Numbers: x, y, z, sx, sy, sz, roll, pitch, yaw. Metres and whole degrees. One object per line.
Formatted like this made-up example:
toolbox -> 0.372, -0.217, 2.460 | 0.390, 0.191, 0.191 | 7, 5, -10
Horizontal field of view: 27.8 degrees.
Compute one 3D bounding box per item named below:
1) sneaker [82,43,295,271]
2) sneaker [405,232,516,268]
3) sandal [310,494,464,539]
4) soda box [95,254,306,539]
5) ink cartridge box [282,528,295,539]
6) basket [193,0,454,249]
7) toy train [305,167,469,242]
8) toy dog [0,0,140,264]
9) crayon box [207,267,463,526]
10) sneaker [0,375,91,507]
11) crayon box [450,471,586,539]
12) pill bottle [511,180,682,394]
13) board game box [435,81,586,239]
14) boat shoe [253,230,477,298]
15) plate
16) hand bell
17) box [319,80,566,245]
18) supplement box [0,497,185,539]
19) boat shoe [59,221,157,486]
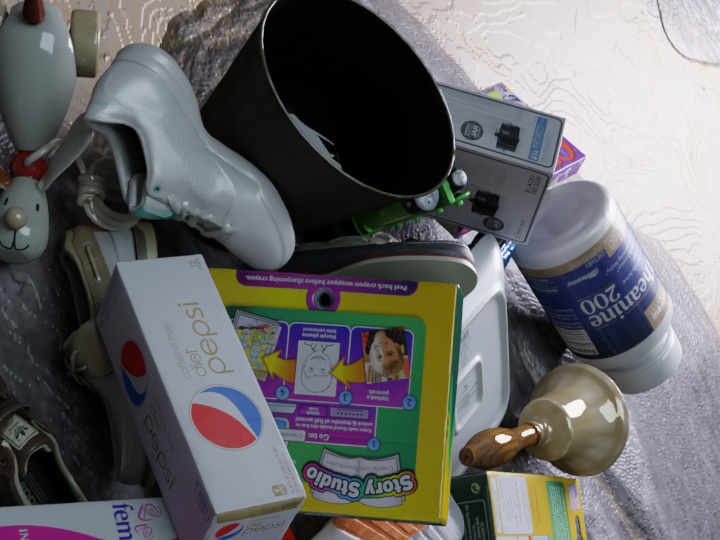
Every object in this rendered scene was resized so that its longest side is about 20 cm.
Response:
sneaker -> -0.127, -0.059, 1.036 | 0.200, 0.075, 0.089 | 52, 48, -27
sneaker -> 0.077, -0.005, 1.292 | 0.083, 0.071, 0.199 | 39, 34, 14
sandal -> -0.010, 0.226, 1.136 | 0.206, 0.059, 0.080 | -27, 81, -33
soda box -> -0.109, 0.087, 0.959 | 0.068, 0.064, 0.201 | -6, 55, -31
ink cartridge box -> -0.090, 0.272, 1.069 | 0.199, 0.047, 0.161 | -34, 99, -41
basket -> -0.054, -0.099, 1.116 | 0.180, 0.199, 0.137 | 43, 54, -16
toy train -> 0.017, -0.049, 1.176 | 0.056, 0.199, 0.042 | -27, 94, -31
toy dog -> -0.230, -0.117, 1.023 | 0.131, 0.096, 0.202 | -17, 77, -12
crayon box -> -0.029, 0.093, 1.077 | 0.058, 0.198, 0.175 | 51, 44, -77
sneaker -> -0.240, 0.102, 0.972 | 0.201, 0.075, 0.071 | 54, 48, -14
crayon box -> 0.138, 0.242, 1.254 | 0.199, 0.051, 0.127 | 16, 64, -58
pill bottle -> 0.231, 0.022, 1.390 | 0.201, 0.110, 0.111 | 54, 47, -29
board game box -> 0.112, -0.107, 1.357 | 0.120, 0.032, 0.199 | 46, 44, 15
boat shoe -> 0.000, 0.000, 1.146 | 0.071, 0.198, 0.063 | 57, 34, -39
plate -> 0.078, 0.101, 1.218 | 0.200, 0.032, 0.202 | -44, 140, -41
hand bell -> 0.142, 0.143, 1.256 | 0.199, 0.103, 0.105 | -6, 80, -53
box -> 0.062, -0.101, 1.224 | 0.198, 0.117, 0.061 | 15, 59, 3
supplement box -> -0.171, 0.215, 0.929 | 0.198, 0.104, 0.102 | 1, 50, -28
boat shoe -> -0.180, 0.060, 1.048 | 0.068, 0.075, 0.202 | 2, 63, -21
